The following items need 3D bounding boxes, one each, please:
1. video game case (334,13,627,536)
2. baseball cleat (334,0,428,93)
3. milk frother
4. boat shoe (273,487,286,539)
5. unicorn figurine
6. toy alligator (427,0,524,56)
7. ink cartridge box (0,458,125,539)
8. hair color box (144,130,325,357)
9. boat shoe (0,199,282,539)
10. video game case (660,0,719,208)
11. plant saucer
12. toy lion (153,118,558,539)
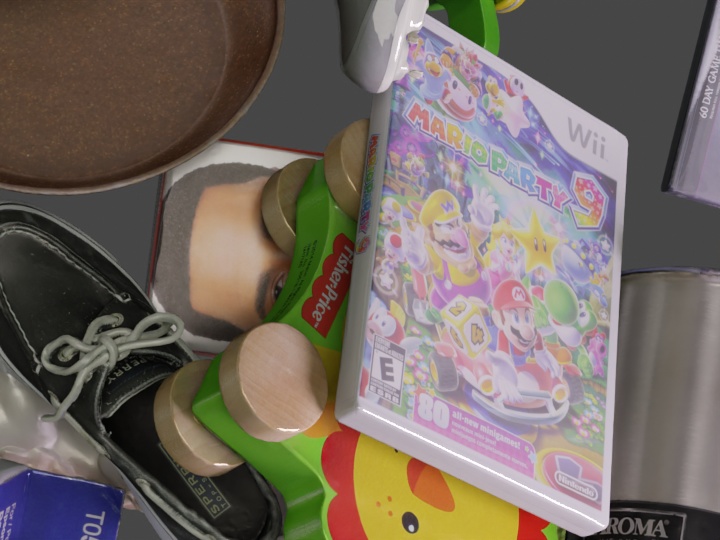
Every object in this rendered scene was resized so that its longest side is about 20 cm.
[{"bbox_3d":[0.057,-0.002,0.978,0.143,0.018,0.201,27,54,-31],"label":"video game case"},{"bbox_3d":[-0.015,-0.175,0.961,0.106,0.070,0.202,8,72,-11],"label":"baseball cleat"},{"bbox_3d":[0.191,0.123,1.057,0.179,0.200,0.190,5,72,20],"label":"milk frother"},{"bbox_3d":[-0.015,0.149,1.055,0.071,0.066,0.202,-4,89,-8],"label":"boat shoe"},{"bbox_3d":[-0.176,0.065,1.039,0.199,0.074,0.138,-18,101,4],"label":"unicorn figurine"},{"bbox_3d":[0.053,-0.193,1.086,0.054,0.059,0.202,6,86,33],"label":"toy alligator"},{"bbox_3d":[-0.220,0.171,1.005,0.198,0.041,0.201,12,103,-3],"label":"ink cartridge box"},{"bbox_3d":[0.000,0.000,1.065,0.198,0.061,0.102,7,88,-7],"label":"hair color box"},{"bbox_3d":[-0.105,0.047,0.978,0.073,0.068,0.200,-33,84,-17],"label":"boat shoe"},{"bbox_3d":[0.261,-0.082,1.127,0.198,0.019,0.144,15,86,-8],"label":"video game case"},{"bbox_3d":[-0.134,-0.110,1.031,0.199,0.037,0.202,1,59,-2],"label":"plant saucer"},{"bbox_3d":[0.018,0.064,0.971,0.192,0.068,0.201,41,48,-19],"label":"toy lion"}]
